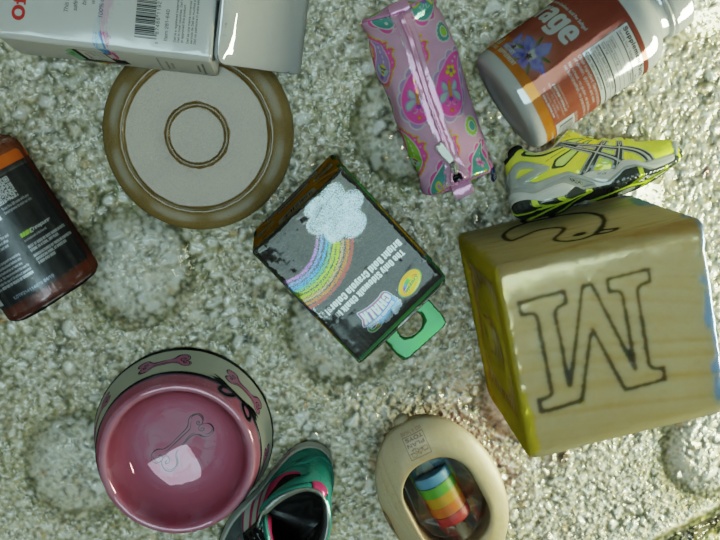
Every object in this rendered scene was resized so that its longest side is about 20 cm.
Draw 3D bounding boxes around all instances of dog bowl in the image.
[{"bbox_3d":[-0.193,0.190,1.014,0.197,0.074,0.203,-1,102,-4],"label":"dog bowl"}]

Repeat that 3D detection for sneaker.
[{"bbox_3d":[0.244,-0.115,0.986,0.198,0.075,0.077,-14,77,-13],"label":"sneaker"},{"bbox_3d":[-0.094,0.290,1.019,0.083,0.121,0.201,33,98,-11],"label":"sneaker"}]

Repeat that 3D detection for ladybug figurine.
[{"bbox_3d":[0.087,0.240,1.048,0.135,0.072,0.202,-24,104,1],"label":"ladybug figurine"}]

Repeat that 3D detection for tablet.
[{"bbox_3d":[-0.084,-0.294,0.902,0.014,0.130,0.202,16,104,31],"label":"tablet"}]

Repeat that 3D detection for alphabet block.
[{"bbox_3d":[0.227,0.048,0.960,0.198,0.195,0.199,-13,101,-3],"label":"alphabet block"}]

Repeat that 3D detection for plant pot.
[{"bbox_3d":[-0.167,-0.140,0.969,0.197,0.028,0.203,-1,103,-4],"label":"plant pot"}]

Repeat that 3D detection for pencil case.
[{"bbox_3d":[0.070,-0.173,0.953,0.087,0.087,0.202,-20,102,0],"label":"pencil case"}]

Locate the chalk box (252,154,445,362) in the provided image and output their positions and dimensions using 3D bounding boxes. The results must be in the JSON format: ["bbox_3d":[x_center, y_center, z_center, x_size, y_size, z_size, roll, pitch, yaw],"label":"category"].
[{"bbox_3d":[0.000,0.000,0.965,0.125,0.124,0.200,-42,103,4],"label":"chalk box"}]

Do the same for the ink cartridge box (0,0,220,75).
[{"bbox_3d":[-0.230,-0.273,0.892,0.197,0.084,0.147,6,90,-5],"label":"ink cartridge box"}]

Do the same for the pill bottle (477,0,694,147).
[{"bbox_3d":[0.225,-0.224,0.940,0.199,0.112,0.113,-35,103,3],"label":"pill bottle"}]

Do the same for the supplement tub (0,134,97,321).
[{"bbox_3d":[-0.354,-0.058,0.930,0.106,0.107,0.201,-29,102,2],"label":"supplement tub"}]
